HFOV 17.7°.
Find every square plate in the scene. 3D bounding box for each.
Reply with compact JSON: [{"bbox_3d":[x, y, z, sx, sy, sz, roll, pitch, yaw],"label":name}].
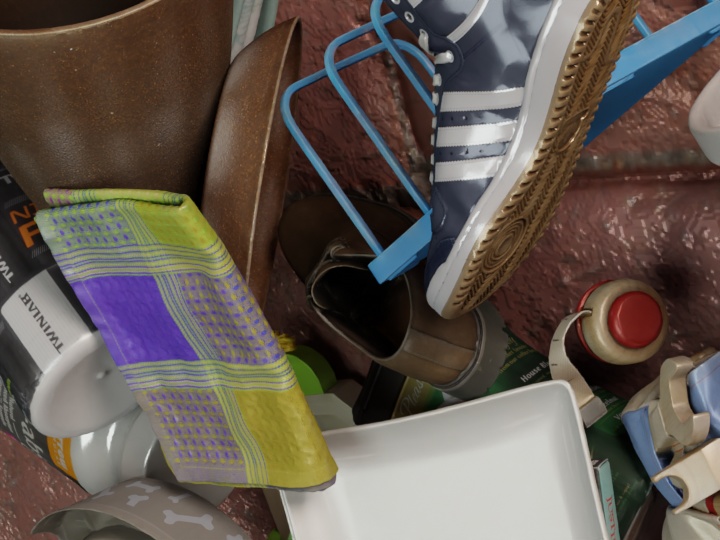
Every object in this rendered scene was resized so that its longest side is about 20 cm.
[{"bbox_3d":[0.059,0.173,1.298,0.199,0.028,0.199,-14,92,30],"label":"square plate"}]

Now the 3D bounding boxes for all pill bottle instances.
[{"bbox_3d":[-0.169,0.082,1.525,0.200,0.116,0.117,29,130,39],"label":"pill bottle"},{"bbox_3d":[-0.208,-0.001,1.438,0.200,0.106,0.107,50,137,28],"label":"pill bottle"}]

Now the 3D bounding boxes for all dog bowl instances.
[{"bbox_3d":[-0.117,0.217,1.433,0.199,0.059,0.201,24,132,30],"label":"dog bowl"}]

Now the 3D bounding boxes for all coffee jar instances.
[{"bbox_3d":[0.092,0.094,1.359,0.199,0.085,0.105,33,122,21],"label":"coffee jar"}]

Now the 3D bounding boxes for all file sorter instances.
[{"bbox_3d":[0.071,-0.111,1.230,0.123,0.139,0.200,54,135,5],"label":"file sorter"}]

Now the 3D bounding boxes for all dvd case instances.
[{"bbox_3d":[0.058,0.184,1.329,0.199,0.022,0.147,-4,97,28],"label":"dvd case"}]

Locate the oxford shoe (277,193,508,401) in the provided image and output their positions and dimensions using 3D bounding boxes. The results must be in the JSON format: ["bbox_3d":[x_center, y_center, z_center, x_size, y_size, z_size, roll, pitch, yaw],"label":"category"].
[{"bbox_3d":[0.000,0.000,1.315,0.200,0.084,0.073,36,104,51],"label":"oxford shoe"}]

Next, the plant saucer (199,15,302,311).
[{"bbox_3d":[-0.066,-0.050,1.337,0.036,0.201,0.201,8,123,2],"label":"plant saucer"}]

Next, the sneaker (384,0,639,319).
[{"bbox_3d":[0.051,-0.081,1.115,0.108,0.070,0.201,35,121,21],"label":"sneaker"}]

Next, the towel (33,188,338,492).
[{"bbox_3d":[-0.098,0.042,1.298,0.143,0.023,0.201,3,126,44],"label":"towel"}]

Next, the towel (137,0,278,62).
[{"bbox_3d":[-0.126,-0.186,1.414,0.171,0.048,0.201,36,131,22],"label":"towel"}]

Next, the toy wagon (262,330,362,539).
[{"bbox_3d":[-0.015,0.126,1.498,0.155,0.040,0.201,-9,107,41],"label":"toy wagon"}]

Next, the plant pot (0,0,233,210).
[{"bbox_3d":[-0.151,-0.111,1.334,0.186,0.187,0.201,21,139,29],"label":"plant pot"}]

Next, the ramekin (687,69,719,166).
[{"bbox_3d":[0.259,-0.082,1.057,0.200,0.200,0.105,-26,105,44],"label":"ramekin"}]

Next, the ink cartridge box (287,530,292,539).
[{"bbox_3d":[0.042,0.235,1.422,0.200,0.084,0.146,34,127,19],"label":"ink cartridge box"}]

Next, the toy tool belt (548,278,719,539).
[{"bbox_3d":[0.200,0.085,1.231,0.201,0.125,0.123,56,162,-4],"label":"toy tool belt"}]
